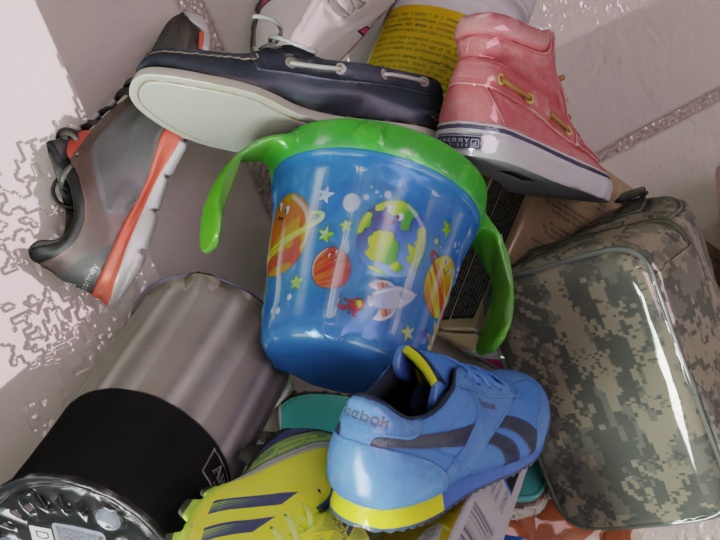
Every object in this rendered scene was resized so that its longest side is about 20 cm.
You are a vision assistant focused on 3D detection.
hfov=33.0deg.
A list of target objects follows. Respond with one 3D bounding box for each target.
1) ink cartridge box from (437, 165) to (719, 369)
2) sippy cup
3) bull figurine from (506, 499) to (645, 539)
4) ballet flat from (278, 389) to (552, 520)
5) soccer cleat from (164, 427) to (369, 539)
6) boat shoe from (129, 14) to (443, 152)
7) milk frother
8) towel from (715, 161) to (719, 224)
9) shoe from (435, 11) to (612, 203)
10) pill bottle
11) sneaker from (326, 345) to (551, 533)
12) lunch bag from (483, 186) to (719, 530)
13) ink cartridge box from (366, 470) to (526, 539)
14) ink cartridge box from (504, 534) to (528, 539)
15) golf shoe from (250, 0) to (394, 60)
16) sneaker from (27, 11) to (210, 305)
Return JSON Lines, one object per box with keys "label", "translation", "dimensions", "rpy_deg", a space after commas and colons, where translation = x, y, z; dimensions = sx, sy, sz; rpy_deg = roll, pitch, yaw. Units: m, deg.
{"label": "ink cartridge box", "translation": [0.173, 0.019, 0.931], "dimensions": [0.199, 0.075, 0.166], "rpy_deg": [31, 75, -23]}
{"label": "sippy cup", "translation": [0.000, 0.000, 0.725], "dimensions": [0.177, 0.140, 0.131], "rpy_deg": [6, 67, 14]}
{"label": "bull figurine", "translation": [0.159, 0.196, 0.910], "dimensions": [0.199, 0.065, 0.122], "rpy_deg": [-2, 58, -19]}
{"label": "ballet flat", "translation": [0.036, 0.138, 0.850], "dimensions": [0.199, 0.072, 0.072], "rpy_deg": [15, 79, 4]}
{"label": "soccer cleat", "translation": [-0.041, 0.137, 0.627], "dimensions": [0.083, 0.200, 0.065], "rpy_deg": [7, 110, 14]}
{"label": "boat shoe", "translation": [-0.040, -0.109, 0.744], "dimensions": [0.199, 0.075, 0.062], "rpy_deg": [8, 69, -13]}
{"label": "milk frother", "translation": [-0.166, 0.109, 0.728], "dimensions": [0.199, 0.181, 0.188], "rpy_deg": [22, 37, 4]}
{"label": "towel", "translation": [0.328, 0.011, 0.982], "dimensions": [0.191, 0.032, 0.201], "rpy_deg": [-9, 91, -61]}
{"label": "shoe", "translation": [0.116, -0.101, 0.792], "dimensions": [0.200, 0.071, 0.092], "rpy_deg": [12, 85, -56]}
{"label": "pill bottle", "translation": [0.054, -0.123, 0.858], "dimensions": [0.112, 0.112, 0.201], "rpy_deg": [27, 76, -23]}
{"label": "sneaker", "translation": [0.054, 0.075, 0.672], "dimensions": [0.200, 0.066, 0.079], "rpy_deg": [-16, 115, -53]}
{"label": "lunch bag", "translation": [0.194, 0.057, 0.823], "dimensions": [0.167, 0.139, 0.201], "rpy_deg": [-30, 101, -49]}
{"label": "ink cartridge box", "translation": [-0.006, 0.169, 0.719], "dimensions": [0.047, 0.199, 0.198], "rpy_deg": [63, 20, -8]}
{"label": "ink cartridge box", "translation": [0.048, 0.243, 0.785], "dimensions": [0.084, 0.200, 0.147], "rpy_deg": [-30, 100, -28]}
{"label": "golf shoe", "translation": [-0.006, -0.209, 0.846], "dimensions": [0.073, 0.092, 0.201], "rpy_deg": [40, 72, -21]}
{"label": "sneaker", "translation": [-0.154, -0.083, 0.774], "dimensions": [0.081, 0.077, 0.201], "rpy_deg": [21, 74, -14]}
